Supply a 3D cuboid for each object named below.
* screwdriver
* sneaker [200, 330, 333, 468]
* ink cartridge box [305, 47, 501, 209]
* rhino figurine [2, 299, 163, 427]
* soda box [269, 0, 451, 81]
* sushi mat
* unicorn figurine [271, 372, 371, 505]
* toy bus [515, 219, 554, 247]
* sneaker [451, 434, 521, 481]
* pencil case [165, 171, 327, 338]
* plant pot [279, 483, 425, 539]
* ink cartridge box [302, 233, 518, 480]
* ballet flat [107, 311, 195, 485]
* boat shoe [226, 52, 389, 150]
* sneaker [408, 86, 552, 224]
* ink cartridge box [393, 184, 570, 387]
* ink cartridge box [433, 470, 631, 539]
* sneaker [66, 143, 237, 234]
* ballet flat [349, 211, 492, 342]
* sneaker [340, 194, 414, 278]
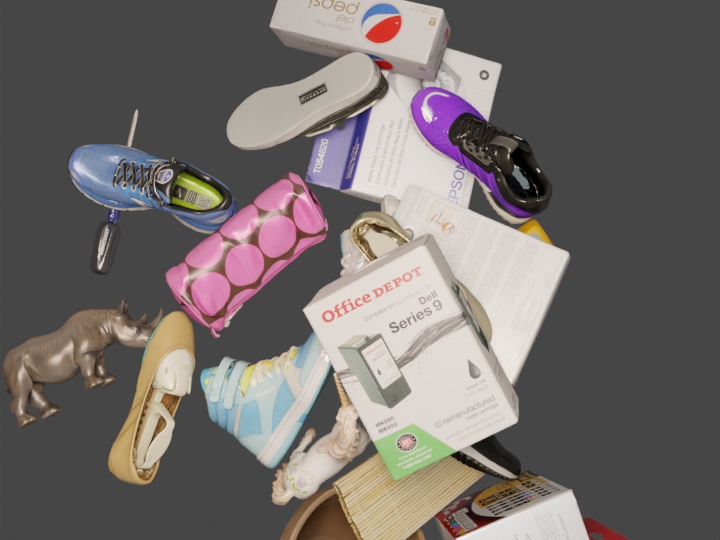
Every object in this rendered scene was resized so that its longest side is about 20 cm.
[{"bbox_3d":[-0.281,-0.093,1.188,0.029,0.028,0.202,11,82,26],"label":"screwdriver"},{"bbox_3d":[-0.106,0.116,1.128,0.130,0.080,0.201,31,112,3],"label":"sneaker"},{"bbox_3d":[0.052,-0.177,1.209,0.198,0.041,0.202,14,84,-3],"label":"ink cartridge box"},{"bbox_3d":[-0.314,0.093,1.152,0.199,0.060,0.088,-29,83,-8],"label":"rhino figurine"},{"bbox_3d":[0.001,-0.281,1.174,0.198,0.064,0.069,17,85,17],"label":"soda box"},{"bbox_3d":[0.059,0.235,1.138,0.199,0.012,0.096,-28,90,-40],"label":"sushi mat"},{"bbox_3d":[-0.031,0.189,1.105,0.074,0.137,0.201,33,108,4],"label":"unicorn figurine"},{"bbox_3d":[0.140,0.028,1.186,0.199,0.065,0.079,-34,88,-6],"label":"toy bus"},{"bbox_3d":[0.117,0.162,1.139,0.199,0.070,0.091,33,77,-20],"label":"sneaker"},{"bbox_3d":[-0.124,-0.019,1.161,0.200,0.091,0.094,-41,89,-8],"label":"pencil case"},{"bbox_3d":[-0.024,0.340,1.117,0.199,0.092,0.203,11,72,-35],"label":"plant pot"},{"bbox_3d":[0.052,0.086,1.027,0.145,0.084,0.201,-28,94,13],"label":"ink cartridge box"},{"bbox_3d":[-0.223,0.148,1.149,0.063,0.068,0.202,19,89,42],"label":"ballet flat"},{"bbox_3d":[-0.061,-0.185,1.185,0.198,0.064,0.071,-20,67,18],"label":"boat shoe"},{"bbox_3d":[0.145,-0.141,1.144,0.200,0.099,0.070,43,78,-6],"label":"sneaker"},{"bbox_3d":[0.115,0.016,1.139,0.198,0.057,0.164,24,83,14],"label":"ink cartridge box"},{"bbox_3d":[0.182,0.280,1.101,0.174,0.200,0.085,-21,86,-5],"label":"ink cartridge box"},{"bbox_3d":[-0.233,-0.104,1.149,0.198,0.089,0.079,15,75,-9],"label":"sneaker"},{"bbox_3d":[0.062,0.012,1.089,0.200,0.070,0.069,44,84,12],"label":"ballet flat"},{"bbox_3d":[0.000,0.000,1.171,0.086,0.075,0.201,36,81,-8],"label":"sneaker"}]
